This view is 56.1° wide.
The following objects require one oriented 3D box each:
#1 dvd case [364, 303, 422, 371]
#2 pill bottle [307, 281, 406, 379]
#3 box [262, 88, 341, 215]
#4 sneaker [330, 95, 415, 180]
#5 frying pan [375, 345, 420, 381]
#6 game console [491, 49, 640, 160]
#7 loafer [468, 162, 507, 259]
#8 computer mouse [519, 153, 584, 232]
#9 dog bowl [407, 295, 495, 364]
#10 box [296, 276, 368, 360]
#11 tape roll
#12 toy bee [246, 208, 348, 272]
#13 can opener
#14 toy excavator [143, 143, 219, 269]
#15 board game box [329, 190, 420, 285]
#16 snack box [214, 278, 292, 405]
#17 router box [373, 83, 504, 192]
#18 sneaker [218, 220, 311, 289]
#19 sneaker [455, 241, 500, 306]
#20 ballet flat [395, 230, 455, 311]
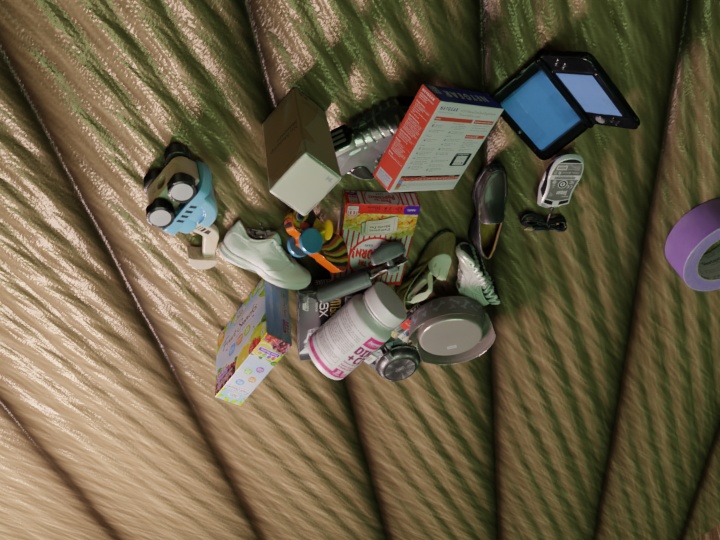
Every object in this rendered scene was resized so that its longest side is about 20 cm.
[{"bbox_3d":[0.105,0.173,1.585,0.199,0.022,0.145,-40,128,18],"label":"dvd case"},{"bbox_3d":[-0.007,0.122,1.381,0.113,0.114,0.200,32,117,-34],"label":"pill bottle"},{"bbox_3d":[-0.099,-0.195,1.096,0.077,0.202,0.095,32,117,-34],"label":"box"},{"bbox_3d":[0.038,-0.226,1.202,0.196,0.076,0.116,-20,141,10],"label":"sneaker"},{"bbox_3d":[0.084,0.197,1.569,0.112,0.031,0.192,-15,135,-2],"label":"frying pan"},{"bbox_3d":[0.364,-0.282,1.202,0.199,0.175,0.118,34,88,-35],"label":"game console"},{"bbox_3d":[0.262,-0.116,1.342,0.071,0.073,0.203,-7,131,-6],"label":"loafer"},{"bbox_3d":[0.393,-0.160,1.360,0.107,0.044,0.202,1,135,-9],"label":"computer mouse"},{"bbox_3d":[0.198,0.132,1.497,0.195,0.060,0.202,-2,141,-2],"label":"dog bowl"},{"bbox_3d":[-0.060,0.102,1.462,0.154,0.050,0.203,-4,130,-11],"label":"box"},{"bbox_3d":[0.799,-0.056,1.522,0.195,0.086,0.203,-7,132,-7],"label":"tape roll"},{"bbox_3d":[-0.096,-0.081,1.256,0.129,0.111,0.199,5,160,39],"label":"toy bee"},{"bbox_3d":[0.000,0.000,1.339,0.196,0.053,0.068,-21,100,6],"label":"can opener"},{"bbox_3d":[-0.299,-0.096,1.212,0.194,0.101,0.198,-42,136,23],"label":"toy excavator"},{"bbox_3d":[0.025,-0.061,1.346,0.148,0.047,0.203,0,130,-14],"label":"board game box"},{"bbox_3d":[-0.221,0.143,1.377,0.067,0.170,0.200,27,120,-28],"label":"snack box"},{"bbox_3d":[0.138,-0.224,1.174,0.198,0.049,0.181,-9,139,-48],"label":"router box"},{"bbox_3d":[-0.170,-0.032,1.312,0.197,0.076,0.089,24,110,-29],"label":"sneaker"},{"bbox_3d":[0.238,0.019,1.453,0.080,0.076,0.201,-20,134,16],"label":"sneaker"},{"bbox_3d":[0.142,0.010,1.420,0.067,0.073,0.201,22,121,-31],"label":"ballet flat"}]
